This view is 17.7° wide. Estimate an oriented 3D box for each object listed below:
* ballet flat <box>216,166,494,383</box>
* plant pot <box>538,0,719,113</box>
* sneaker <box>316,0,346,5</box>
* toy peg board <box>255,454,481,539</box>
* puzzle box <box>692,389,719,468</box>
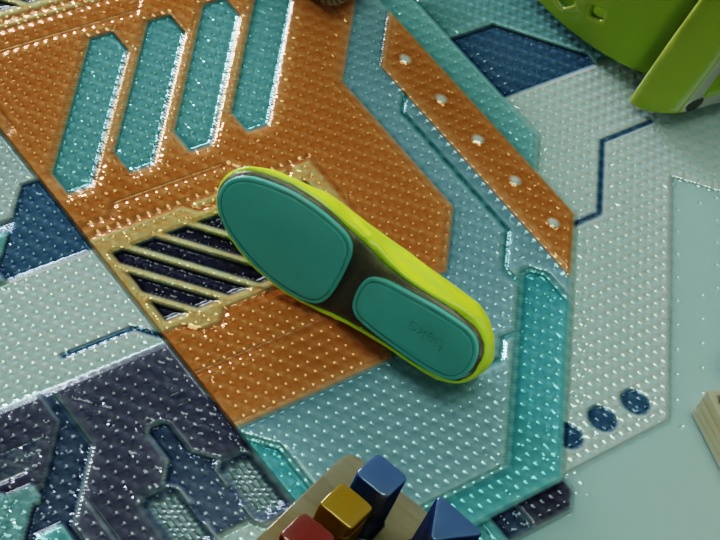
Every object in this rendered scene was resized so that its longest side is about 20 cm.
[{"bbox_3d":[0.000,0.000,1.433,0.200,0.067,0.067,35,24,6],"label":"ballet flat"},{"bbox_3d":[0.261,-0.235,1.664,0.199,0.200,0.182,-17,64,-35],"label":"plant pot"},{"bbox_3d":[-0.049,-0.283,1.656,0.200,0.071,0.112,44,51,8],"label":"sneaker"},{"bbox_3d":[0.025,0.192,1.233,0.200,0.098,0.199,38,46,12],"label":"toy peg board"},{"bbox_3d":[0.306,0.154,1.441,0.133,0.025,0.200,-4,52,-27],"label":"puzzle box"}]
